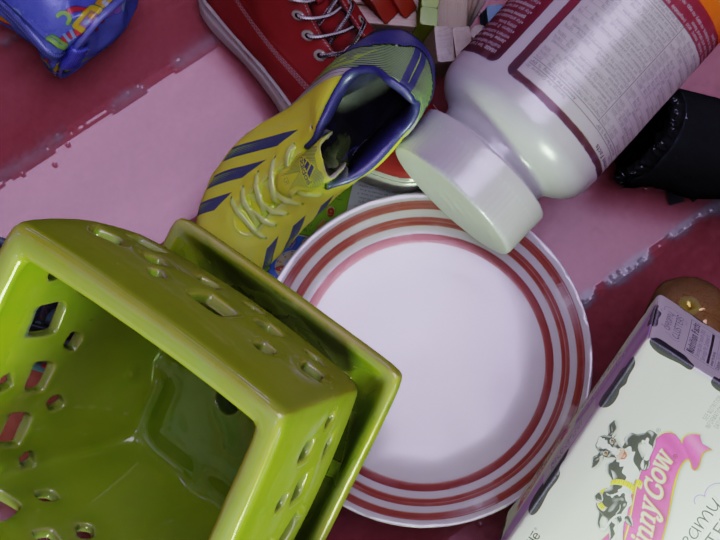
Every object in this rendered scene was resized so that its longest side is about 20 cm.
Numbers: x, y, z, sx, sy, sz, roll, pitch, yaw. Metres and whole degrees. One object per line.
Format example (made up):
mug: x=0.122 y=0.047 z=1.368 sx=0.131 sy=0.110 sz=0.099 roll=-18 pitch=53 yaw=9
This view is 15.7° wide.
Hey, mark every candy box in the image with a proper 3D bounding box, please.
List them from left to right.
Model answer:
candy box: x=0.202 y=0.140 z=1.462 sx=0.199 sy=0.072 sz=0.168 roll=32 pitch=113 yaw=0

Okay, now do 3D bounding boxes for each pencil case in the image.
pencil case: x=-0.228 y=-0.198 z=1.570 sx=0.200 sy=0.078 sz=0.087 roll=38 pitch=53 yaw=-1

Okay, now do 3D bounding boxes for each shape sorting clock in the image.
shape sorting clock: x=0.000 y=0.000 z=1.594 sx=0.199 sy=0.039 sz=0.201 roll=0 pitch=76 yaw=-1

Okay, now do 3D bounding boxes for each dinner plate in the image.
dinner plate: x=0.038 y=0.053 z=1.548 sx=0.199 sy=0.024 sz=0.201 roll=0 pitch=77 yaw=1

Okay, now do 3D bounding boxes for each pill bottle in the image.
pill bottle: x=0.119 y=-0.113 z=1.524 sx=0.110 sy=0.110 sz=0.200 roll=43 pitch=83 yaw=0

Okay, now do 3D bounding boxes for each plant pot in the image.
plant pot: x=-0.105 y=0.091 z=1.454 sx=0.199 sy=0.181 sz=0.201 roll=34 pitch=114 yaw=21

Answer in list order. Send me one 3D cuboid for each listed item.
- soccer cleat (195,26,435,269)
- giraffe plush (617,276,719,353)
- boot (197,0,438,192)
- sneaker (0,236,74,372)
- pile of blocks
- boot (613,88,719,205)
soccer cleat: x=-0.034 y=-0.060 z=1.510 sx=0.065 sy=0.084 sz=0.200 roll=39 pitch=114 yaw=-14
giraffe plush: x=0.225 y=0.067 z=1.565 sx=0.161 sy=0.173 sz=0.201 roll=11 pitch=62 yaw=5
boot: x=-0.016 y=-0.142 z=1.544 sx=0.200 sy=0.144 sz=0.072 roll=44 pitch=67 yaw=10
sneaker: x=-0.200 y=0.021 z=1.531 sx=0.199 sy=0.096 sz=0.080 roll=0 pitch=81 yaw=-9
pile of blocks: x=0.076 y=-0.148 z=1.619 sx=0.199 sy=0.062 sz=0.082 roll=29 pitch=78 yaw=-4
boot: x=0.252 y=-0.075 z=1.571 sx=0.162 sy=0.198 sz=0.074 roll=16 pitch=76 yaw=-13
